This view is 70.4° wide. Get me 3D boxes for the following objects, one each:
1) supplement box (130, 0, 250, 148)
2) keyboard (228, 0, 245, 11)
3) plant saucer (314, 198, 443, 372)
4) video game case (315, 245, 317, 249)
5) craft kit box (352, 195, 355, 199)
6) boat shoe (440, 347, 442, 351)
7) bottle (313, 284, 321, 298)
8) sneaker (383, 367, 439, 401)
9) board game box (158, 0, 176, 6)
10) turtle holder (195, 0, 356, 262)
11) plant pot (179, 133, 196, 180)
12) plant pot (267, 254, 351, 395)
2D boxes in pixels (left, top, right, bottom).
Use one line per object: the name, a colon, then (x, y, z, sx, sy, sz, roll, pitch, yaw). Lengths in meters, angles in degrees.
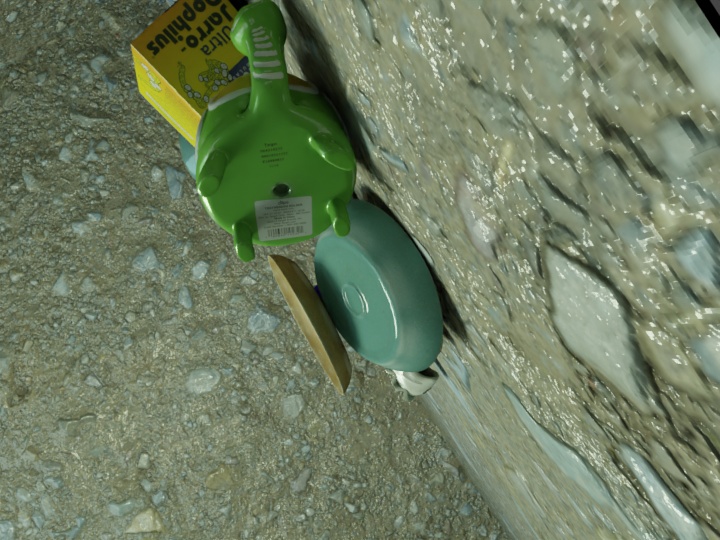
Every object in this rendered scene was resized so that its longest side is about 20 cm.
supplement box: (-0.188, -0.228, 0.607, 0.110, 0.109, 0.200, 45, 168, -19)
keyboard: (-0.178, -0.339, 0.495, 0.104, 0.039, 0.201, 52, 173, 41)
plant saucer: (0.004, 0.026, 0.546, 0.200, 0.036, 0.202, 37, 140, 39)
video game case: (-0.033, 0.035, 0.988, 0.200, 0.019, 0.144, 40, -151, -76)
craft kit box: (-0.062, -0.131, 0.692, 0.199, 0.048, 0.200, 63, 173, -35)
boat shoe: (0.058, 0.068, 0.689, 0.064, 0.072, 0.200, 19, -172, -29)
bottle: (-0.009, 0.036, 0.676, 0.199, 0.065, 0.084, -6, 103, 58)
sneaker: (0.066, 0.123, 0.892, 0.201, 0.088, 0.074, 54, -146, 2)
board game box: (-0.416, -0.616, 1.017, 0.201, 0.061, 0.200, 56, 177, 10)
turtle holder: (-0.084, -0.112, 0.440, 0.186, 0.140, 0.133, 48, -159, -49)
plant pot: (-0.247, -0.262, 1.047, 0.134, 0.201, 0.201, -4, 128, 41)
plant pot: (-0.062, 0.064, 0.658, 0.201, 0.027, 0.200, 57, 167, 20)
